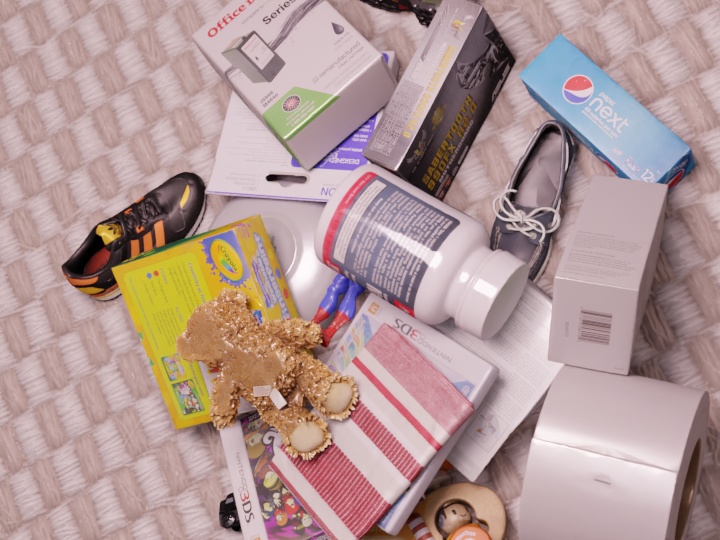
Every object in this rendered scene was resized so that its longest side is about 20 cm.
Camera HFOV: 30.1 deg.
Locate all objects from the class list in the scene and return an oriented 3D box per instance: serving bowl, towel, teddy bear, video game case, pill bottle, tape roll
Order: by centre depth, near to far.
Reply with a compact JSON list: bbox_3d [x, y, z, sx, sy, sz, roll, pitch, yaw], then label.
[{"bbox_3d":[0.250,0.200,1.298,0.139,0.203,0.203,12,81,20],"label":"tape roll"},{"bbox_3d":[0.064,-0.015,1.367,0.200,0.120,0.120,30,88,21],"label":"pill bottle"},{"bbox_3d":[0.009,0.171,1.370,0.200,0.023,0.144,-50,55,6],"label":"towel"},{"bbox_3d":[-0.095,0.108,1.395,0.200,0.067,0.145,19,94,16],"label":"teddy bear"},{"bbox_3d":[0.024,0.145,1.397,0.182,0.022,0.200,32,89,38],"label":"video game case"},{"bbox_3d":[-0.047,0.210,1.453,0.200,0.036,0.181,-26,50,10],"label":"video game case"},{"bbox_3d":[-0.102,-0.015,1.543,0.200,0.066,0.200,-5,76,19],"label":"serving bowl"}]

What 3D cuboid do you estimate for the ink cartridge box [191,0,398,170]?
[{"bbox_3d":[-0.076,-0.237,1.527,0.145,0.084,0.200,-41,62,-1],"label":"ink cartridge box"}]

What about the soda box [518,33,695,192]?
[{"bbox_3d":[0.267,-0.163,1.451,0.068,0.064,0.200,-45,68,4],"label":"soda box"}]

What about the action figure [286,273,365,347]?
[{"bbox_3d":[0.000,0.000,1.481,0.065,0.052,0.200,2,40,49],"label":"action figure"}]

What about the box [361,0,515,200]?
[{"bbox_3d":[0.090,-0.182,1.467,0.048,0.158,0.200,26,86,22],"label":"box"}]

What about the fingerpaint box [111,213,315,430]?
[{"bbox_3d":[-0.158,0.058,1.488,0.167,0.073,0.200,-17,100,25],"label":"fingerpaint box"}]

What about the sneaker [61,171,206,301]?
[{"bbox_3d":[-0.270,-0.045,1.594,0.200,0.090,0.070,-43,68,6],"label":"sneaker"}]

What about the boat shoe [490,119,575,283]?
[{"bbox_3d":[0.186,-0.067,1.457,0.075,0.062,0.200,22,87,17],"label":"boat shoe"}]

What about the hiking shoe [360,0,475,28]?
[{"bbox_3d":[0.053,-0.357,1.575,0.200,0.076,0.101,28,79,14],"label":"hiking shoe"}]

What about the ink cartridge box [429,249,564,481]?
[{"bbox_3d":[0.128,0.097,1.416,0.160,0.047,0.200,40,101,23],"label":"ink cartridge box"}]

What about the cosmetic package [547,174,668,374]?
[{"bbox_3d":[0.250,0.000,1.336,0.085,0.200,0.108,9,125,15],"label":"cosmetic package"}]

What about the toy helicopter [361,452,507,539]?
[{"bbox_3d":[0.056,0.263,1.415,0.200,0.079,0.132,-5,63,13],"label":"toy helicopter"}]

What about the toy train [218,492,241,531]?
[{"bbox_3d":[-0.068,0.242,1.490,0.200,0.034,0.046,-20,59,14],"label":"toy train"}]

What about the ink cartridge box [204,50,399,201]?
[{"bbox_3d":[-0.067,-0.166,1.566,0.198,0.043,0.200,6,69,19],"label":"ink cartridge box"}]
